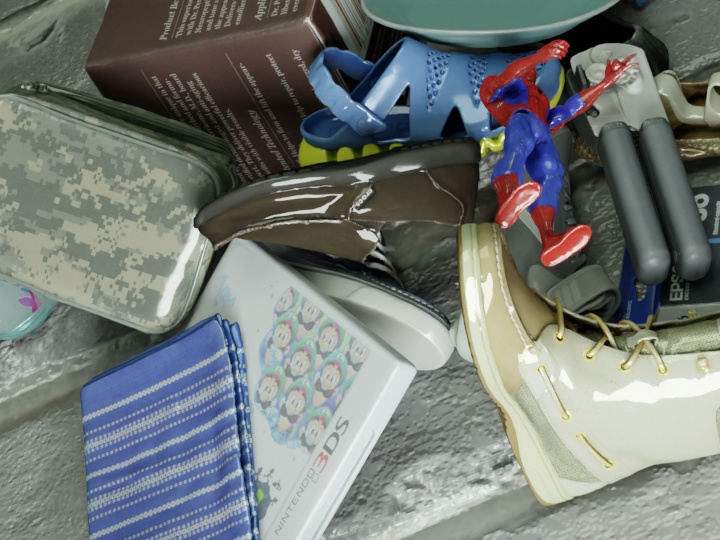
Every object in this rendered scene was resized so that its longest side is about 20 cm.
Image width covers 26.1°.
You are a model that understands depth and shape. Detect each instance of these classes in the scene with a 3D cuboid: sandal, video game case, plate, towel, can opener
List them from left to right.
[{"bbox_3d":[-0.130,0.141,1.024,0.144,0.024,0.202,-25,57,27],"label":"towel"},{"bbox_3d":[-0.070,0.094,1.030,0.200,0.024,0.183,37,99,45],"label":"video game case"},{"bbox_3d":[0.042,-0.123,1.077,0.198,0.088,0.080,-12,32,11],"label":"sandal"},{"bbox_3d":[0.099,-0.197,1.139,0.198,0.026,0.201,-5,28,2],"label":"plate"},{"bbox_3d":[0.180,-0.071,1.006,0.052,0.067,0.201,-8,50,-4],"label":"can opener"}]

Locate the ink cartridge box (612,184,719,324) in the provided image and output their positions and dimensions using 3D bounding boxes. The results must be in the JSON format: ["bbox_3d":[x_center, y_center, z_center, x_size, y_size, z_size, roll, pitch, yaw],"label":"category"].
[{"bbox_3d":[0.252,-0.009,0.971,0.198,0.039,0.100,-7,50,27],"label":"ink cartridge box"}]

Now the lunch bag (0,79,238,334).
[{"bbox_3d":[-0.191,-0.056,1.145,0.198,0.168,0.141,19,100,0],"label":"lunch bag"}]

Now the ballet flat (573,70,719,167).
[{"bbox_3d":[0.232,-0.110,1.052,0.198,0.065,0.071,-3,52,29],"label":"ballet flat"}]

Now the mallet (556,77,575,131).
[{"bbox_3d":[0.070,-0.091,1.123,0.199,0.041,0.066,-29,41,-14],"label":"mallet"}]

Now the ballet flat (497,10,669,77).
[{"bbox_3d":[0.154,-0.187,1.172,0.067,0.057,0.199,-46,45,-15],"label":"ballet flat"}]

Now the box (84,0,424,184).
[{"bbox_3d":[-0.076,-0.176,1.218,0.198,0.165,0.167,-7,49,25],"label":"box"}]

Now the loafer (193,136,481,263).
[{"bbox_3d":[-0.013,-0.037,1.029,0.198,0.072,0.073,-12,5,5],"label":"loafer"}]

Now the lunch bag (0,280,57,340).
[{"bbox_3d":[-0.287,-0.046,1.292,0.159,0.077,0.201,12,59,39],"label":"lunch bag"}]

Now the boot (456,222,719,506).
[{"bbox_3d":[0.145,0.041,0.875,0.153,0.201,0.072,-14,34,17],"label":"boot"}]

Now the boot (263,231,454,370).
[{"bbox_3d":[0.000,0.000,1.085,0.199,0.073,0.091,18,61,38],"label":"boot"}]

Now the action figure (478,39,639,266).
[{"bbox_3d":[0.123,-0.095,0.949,0.099,0.065,0.201,-42,23,21],"label":"action figure"}]

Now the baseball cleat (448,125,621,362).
[{"bbox_3d":[0.131,-0.014,1.037,0.105,0.070,0.201,12,60,20],"label":"baseball cleat"}]

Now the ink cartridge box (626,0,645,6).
[{"bbox_3d":[0.222,-0.341,1.205,0.200,0.147,0.146,-41,43,-9],"label":"ink cartridge box"}]
